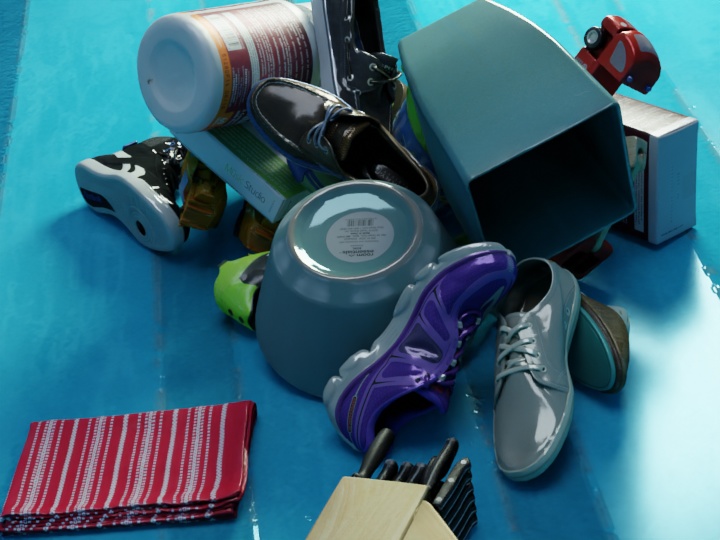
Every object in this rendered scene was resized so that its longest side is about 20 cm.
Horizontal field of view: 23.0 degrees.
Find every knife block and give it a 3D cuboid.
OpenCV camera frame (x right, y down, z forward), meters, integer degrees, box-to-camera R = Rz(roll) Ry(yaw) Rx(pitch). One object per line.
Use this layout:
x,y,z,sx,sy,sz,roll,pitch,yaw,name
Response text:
0.000,0.192,1.263,0.198,0.065,0.176,-19,31,-17,knife block

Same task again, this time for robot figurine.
-0.115,-0.095,1.744,0.144,0.059,0.201,22,35,-12,robot figurine

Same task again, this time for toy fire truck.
0.209,-0.110,1.572,0.048,0.201,0.141,16,28,-46,toy fire truck

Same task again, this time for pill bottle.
-0.106,-0.197,1.671,0.109,0.111,0.199,18,24,38,pill bottle

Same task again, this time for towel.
-0.183,0.155,1.417,0.197,0.023,0.145,-6,30,6,towel

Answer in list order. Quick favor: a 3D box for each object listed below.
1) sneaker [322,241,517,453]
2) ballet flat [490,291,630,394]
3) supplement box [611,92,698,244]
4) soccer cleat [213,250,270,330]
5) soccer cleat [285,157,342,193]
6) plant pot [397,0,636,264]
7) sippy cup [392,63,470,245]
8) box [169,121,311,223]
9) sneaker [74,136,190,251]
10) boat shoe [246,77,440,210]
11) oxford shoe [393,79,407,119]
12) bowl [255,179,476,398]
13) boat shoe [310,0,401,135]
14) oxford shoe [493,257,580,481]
0.061,0.067,1.400,0.201,0.080,0.083,-51,48,7,sneaker
0.179,0.043,1.481,0.072,0.069,0.200,-6,21,-31,ballet flat
0.223,-0.110,1.666,0.061,0.110,0.199,-24,33,-34,supplement box
-0.039,-0.005,1.617,0.199,0.068,0.081,-28,46,-20,soccer cleat
-0.014,-0.123,1.704,0.064,0.084,0.200,-24,11,30,soccer cleat
0.120,-0.127,1.504,0.140,0.142,0.201,-27,52,-4,plant pot
0.082,-0.119,1.679,0.139,0.130,0.179,30,54,-11,sippy cup
-0.073,-0.128,1.736,0.144,0.037,0.199,41,35,16,box
-0.199,-0.090,1.781,0.111,0.074,0.199,-27,33,-25,sneaker
-0.013,-0.118,1.576,0.199,0.072,0.073,30,81,4,boat shoe
0.000,-0.161,1.873,0.199,0.071,0.072,11,77,51,oxford shoe
0.000,0.000,1.494,0.198,0.106,0.202,-5,47,5,bowl
0.006,-0.190,1.652,0.066,0.202,0.070,-25,-26,35,boat shoe
0.130,0.072,1.384,0.075,0.058,0.202,-17,46,35,oxford shoe
